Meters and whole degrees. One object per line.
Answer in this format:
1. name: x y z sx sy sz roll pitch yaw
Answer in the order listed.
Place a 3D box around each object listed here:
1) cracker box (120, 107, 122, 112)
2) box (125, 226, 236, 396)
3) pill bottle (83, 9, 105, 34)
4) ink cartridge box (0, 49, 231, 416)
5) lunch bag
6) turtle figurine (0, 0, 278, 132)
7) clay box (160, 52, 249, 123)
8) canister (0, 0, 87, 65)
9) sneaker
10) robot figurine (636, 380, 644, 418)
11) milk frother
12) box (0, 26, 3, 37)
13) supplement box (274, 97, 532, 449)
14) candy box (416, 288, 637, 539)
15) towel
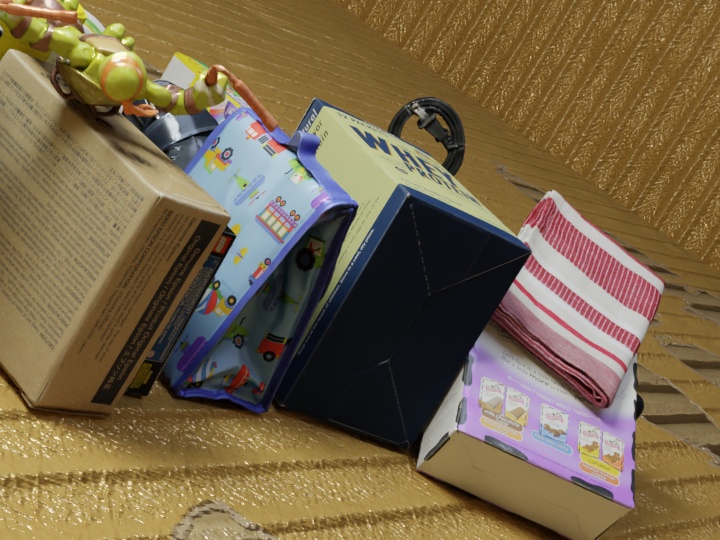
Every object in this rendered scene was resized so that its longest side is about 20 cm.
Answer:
1. cracker box: -0.249 -0.118 1.487 0.134 0.058 0.200 21 19 -35
2. box: -0.181 -0.022 1.142 0.040 0.137 0.200 16 21 -45
3. pill bottle: -0.284 -0.136 1.301 0.111 0.111 0.200 30 34 -4
4. ink cartridge box: -0.202 -0.027 1.056 0.200 0.165 0.075 42 16 35
5. lunch bag: -0.092 -0.021 1.189 0.094 0.200 0.151 17 20 -43
6. turtle figurine: -0.161 -0.132 1.030 0.199 0.065 0.161 19 11 -26
7. clay box: -0.149 -0.121 1.586 0.048 0.115 0.200 15 22 -49
8. canister: -0.300 -0.127 1.122 0.148 0.200 0.087 19 19 -40
9. sneaker: -0.179 -0.082 1.347 0.146 0.077 0.202 52 37 8
10. robot figurine: 0.169 0.093 1.490 0.200 0.125 0.150 28 -15 -12
11. milk frother: 0.037 -0.084 1.675 0.180 0.200 0.188 26 15 -33
12. box: -0.294 -0.089 1.009 0.035 0.200 0.110 23 15 -30
13. supplement box: 0.000 0.000 1.308 0.134 0.200 0.200 23 15 -33
14. candy box: 0.146 0.106 1.332 0.167 0.072 0.200 26 45 -14
15. towel: 0.187 0.019 1.367 0.144 0.023 0.200 39 39 0
